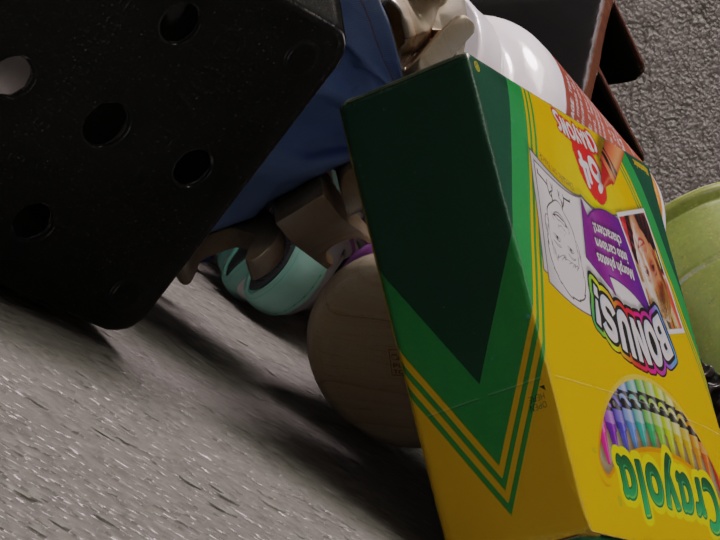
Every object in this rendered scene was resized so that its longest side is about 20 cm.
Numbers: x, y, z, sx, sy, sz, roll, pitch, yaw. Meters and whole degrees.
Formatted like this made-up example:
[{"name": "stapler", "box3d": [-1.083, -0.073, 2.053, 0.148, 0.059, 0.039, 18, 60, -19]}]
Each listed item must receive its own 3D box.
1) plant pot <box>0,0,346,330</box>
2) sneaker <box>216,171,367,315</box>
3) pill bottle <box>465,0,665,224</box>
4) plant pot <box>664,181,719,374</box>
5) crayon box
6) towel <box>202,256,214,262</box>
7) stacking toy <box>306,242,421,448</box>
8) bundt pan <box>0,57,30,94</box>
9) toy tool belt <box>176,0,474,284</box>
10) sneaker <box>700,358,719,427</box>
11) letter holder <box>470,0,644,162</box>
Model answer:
[{"name": "plant pot", "box3d": [-0.122, -0.098, 0.910, 0.199, 0.200, 0.178, 26, 17, -45]}, {"name": "sneaker", "box3d": [0.000, 0.000, 1.297, 0.140, 0.078, 0.200, 45, 17, -18]}, {"name": "pill bottle", "box3d": [0.065, -0.055, 1.278, 0.112, 0.112, 0.200, 34, -5, 39]}, {"name": "plant pot", "box3d": [0.241, 0.079, 1.472, 0.199, 0.200, 0.190, 28, 18, -29]}, {"name": "crayon box", "box3d": [0.075, 0.029, 0.969, 0.200, 0.058, 0.174, 21, 52, -63]}, {"name": "towel", "box3d": [-0.170, -0.069, 1.257, 0.200, 0.024, 0.145, 34, 5, 35]}, {"name": "stacking toy", "box3d": [0.046, -0.007, 1.107, 0.085, 0.086, 0.200, 31, 32, 3]}, {"name": "bundt pan", "box3d": [-0.179, -0.126, 1.192, 0.201, 0.076, 0.202, 30, 0, 0]}, {"name": "toy tool belt", "box3d": [-0.042, -0.058, 1.024, 0.125, 0.200, 0.123, 48, 14, -24]}, {"name": "sneaker", "box3d": [0.176, 0.112, 1.242, 0.200, 0.070, 0.093, 40, -21, -10]}, {"name": "letter holder", "box3d": [0.062, -0.075, 1.486, 0.199, 0.101, 0.142, -1, -32, 26]}]
